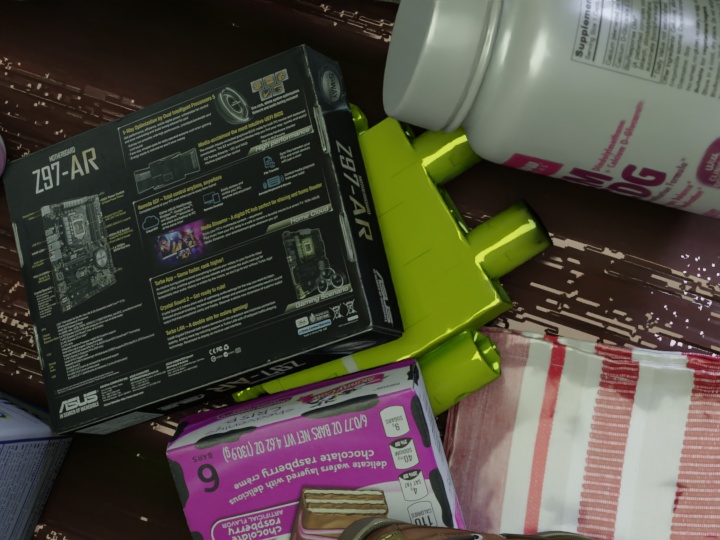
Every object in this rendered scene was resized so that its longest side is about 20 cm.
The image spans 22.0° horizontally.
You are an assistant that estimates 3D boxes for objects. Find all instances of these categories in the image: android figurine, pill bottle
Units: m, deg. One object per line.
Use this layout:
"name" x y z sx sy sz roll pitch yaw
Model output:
"android figurine" 0.000 0.000 1.016 0.200 0.041 0.182 -34 76 13
"pill bottle" 0.120 -0.100 0.952 0.200 0.113 0.113 13 88 -11

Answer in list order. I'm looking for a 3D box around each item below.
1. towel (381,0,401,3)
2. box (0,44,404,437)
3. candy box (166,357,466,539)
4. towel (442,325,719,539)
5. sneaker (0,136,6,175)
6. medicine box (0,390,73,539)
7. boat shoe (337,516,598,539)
"towel" -0.008 -0.221 0.994 0.200 0.031 0.149 2 88 -26
"box" -0.090 -0.012 1.001 0.200 0.044 0.160 -20 75 21
"candy box" -0.008 0.162 0.981 0.136 0.061 0.200 -15 102 7
"towel" 0.143 0.112 1.009 0.200 0.023 0.144 8 89 8
"sneaker" -0.291 -0.047 1.054 0.200 0.080 0.088 -36 58 16
"medicine box" -0.252 0.147 0.970 0.103 0.200 0.182 23 90 8
"boat shoe" 0.083 0.167 0.924 0.200 0.068 0.072 9 87 -31
